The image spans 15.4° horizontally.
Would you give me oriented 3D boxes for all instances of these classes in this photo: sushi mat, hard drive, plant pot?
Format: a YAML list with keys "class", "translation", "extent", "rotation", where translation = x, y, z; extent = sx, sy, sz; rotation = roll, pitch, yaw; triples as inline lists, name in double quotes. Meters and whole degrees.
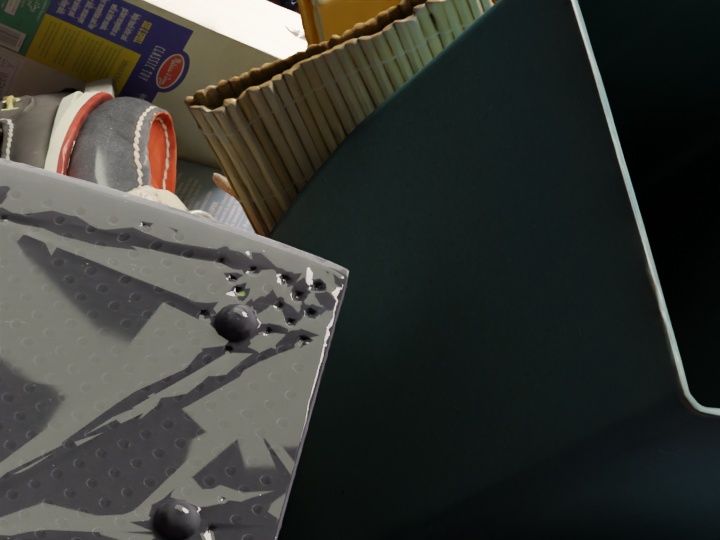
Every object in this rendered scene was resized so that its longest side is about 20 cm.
- class: "sushi mat"
  translation: [0.015, -0.020, 0.854]
  extent: [0.012, 0.096, 0.200]
  rotation: [64, 0, 32]
- class: "hard drive"
  translation: [-0.114, 0.030, 0.710]
  extent: [0.200, 0.135, 0.042]
  rotation: [14, -37, 1]
- class: "plant pot"
  translation: [0.054, 0.024, 0.802]
  extent: [0.141, 0.141, 0.200]
  rotation: [10, -33, -43]

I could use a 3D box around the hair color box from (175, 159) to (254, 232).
- class: "hair color box"
  translation: [-0.094, 0.004, 1.176]
  extent: [0.200, 0.099, 0.061]
  rotation: [13, 38, 7]

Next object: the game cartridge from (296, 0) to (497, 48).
- class: "game cartridge"
  translation: [0.075, -0.109, 1.079]
  extent: [0.032, 0.200, 0.176]
  rotation: [57, -10, 29]

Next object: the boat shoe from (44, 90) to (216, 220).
- class: "boat shoe"
  translation: [-0.065, 0.016, 0.806]
  extent: [0.063, 0.071, 0.200]
  rotation: [-9, 40, 7]

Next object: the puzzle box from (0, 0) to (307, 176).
- class: "puzzle box"
  translation: [-0.107, -0.078, 1.159]
  extent: [0.133, 0.025, 0.200]
  rotation: [23, -28, -10]

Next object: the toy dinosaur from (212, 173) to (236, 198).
- class: "toy dinosaur"
  translation: [0.000, 0.000, 0.930]
  extent: [0.106, 0.060, 0.200]
  rotation: [-26, -12, -14]

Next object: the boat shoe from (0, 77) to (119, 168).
- class: "boat shoe"
  translation: [-0.124, -0.034, 1.044]
  extent: [0.061, 0.072, 0.201]
  rotation: [-12, 9, 1]
